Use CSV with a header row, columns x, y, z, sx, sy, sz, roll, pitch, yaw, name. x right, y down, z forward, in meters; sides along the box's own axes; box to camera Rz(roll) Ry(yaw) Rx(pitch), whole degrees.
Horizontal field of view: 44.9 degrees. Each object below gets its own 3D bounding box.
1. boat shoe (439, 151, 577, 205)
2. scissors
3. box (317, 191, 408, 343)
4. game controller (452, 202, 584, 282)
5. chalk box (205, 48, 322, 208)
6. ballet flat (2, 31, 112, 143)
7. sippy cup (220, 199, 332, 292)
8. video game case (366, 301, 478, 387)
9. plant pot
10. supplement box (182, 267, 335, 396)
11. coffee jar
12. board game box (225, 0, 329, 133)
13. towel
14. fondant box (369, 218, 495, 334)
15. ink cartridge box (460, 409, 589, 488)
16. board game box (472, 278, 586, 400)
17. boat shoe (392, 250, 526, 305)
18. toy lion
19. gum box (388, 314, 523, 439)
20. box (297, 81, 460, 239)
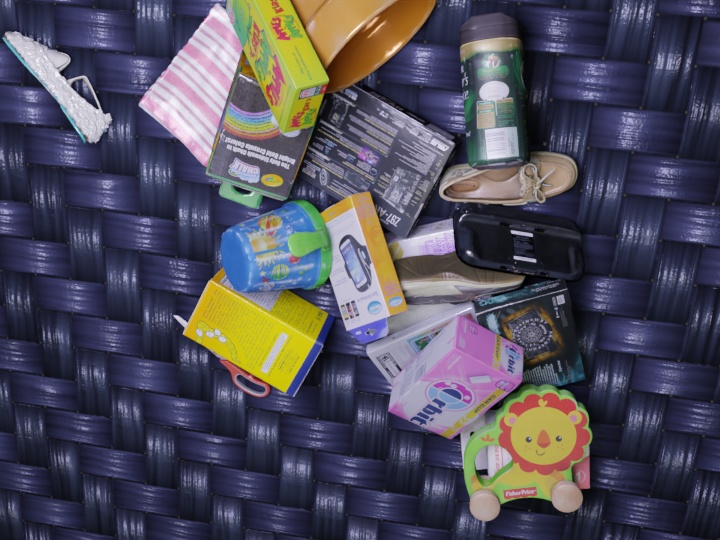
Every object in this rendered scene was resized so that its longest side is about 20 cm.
x,y,z,sx,sy,sz,roll,pitch,yaw,name
0.212,-0.124,1.253,0.198,0.063,0.074,-8,109,13,boat shoe
-0.234,0.146,1.456,0.199,0.014,0.073,26,114,-2,scissors
0.000,0.000,1.253,0.119,0.041,0.201,-23,86,56,box
0.227,-0.040,1.243,0.198,0.105,0.042,8,155,-12,game controller
-0.144,-0.189,1.244,0.124,0.124,0.201,18,118,-13,chalk box
-0.449,-0.284,1.315,0.072,0.072,0.200,-32,104,19,ballet flat
-0.130,-0.027,1.281,0.140,0.130,0.178,55,141,27,sippy cup
0.135,0.150,1.355,0.181,0.024,0.200,-25,125,17,video game case
-0.031,-0.370,1.146,0.200,0.200,0.184,-40,84,20,plant pot
-0.157,0.087,1.370,0.199,0.109,0.110,30,112,-2,supplement box
0.180,-0.239,1.173,0.085,0.104,0.202,-3,92,14,coffee jar
-0.109,-0.288,1.107,0.047,0.102,0.201,-18,72,-22,board game box
-0.219,-0.270,1.291,0.146,0.030,0.200,42,111,-8,towel
0.094,0.009,1.327,0.198,0.058,0.145,-12,107,13,fondant box
0.260,0.286,1.390,0.198,0.068,0.117,-4,110,8,ink cartridge box
0.252,0.106,1.287,0.134,0.028,0.201,-15,130,8,board game box
0.137,0.015,1.259,0.199,0.072,0.066,-3,135,2,boat shoe
0.251,0.270,1.322,0.198,0.069,0.193,-9,101,9,toy lion
0.135,0.164,1.282,0.113,0.066,0.200,27,134,-13,gum box
0.021,-0.165,1.263,0.199,0.044,0.161,30,112,8,box
